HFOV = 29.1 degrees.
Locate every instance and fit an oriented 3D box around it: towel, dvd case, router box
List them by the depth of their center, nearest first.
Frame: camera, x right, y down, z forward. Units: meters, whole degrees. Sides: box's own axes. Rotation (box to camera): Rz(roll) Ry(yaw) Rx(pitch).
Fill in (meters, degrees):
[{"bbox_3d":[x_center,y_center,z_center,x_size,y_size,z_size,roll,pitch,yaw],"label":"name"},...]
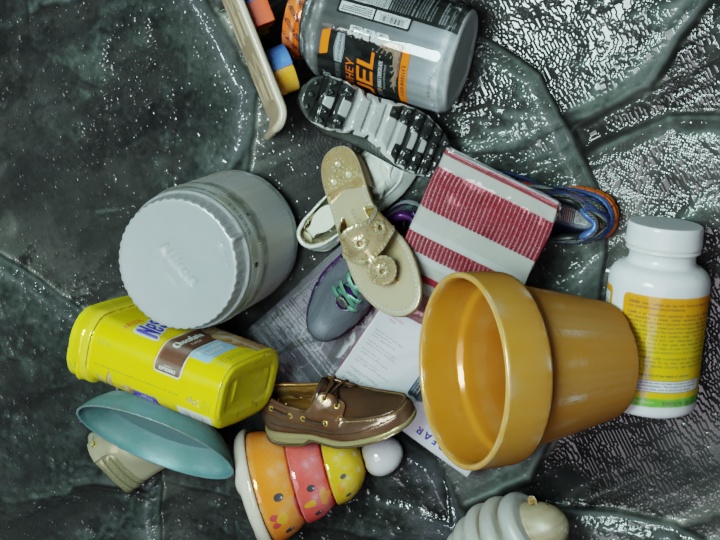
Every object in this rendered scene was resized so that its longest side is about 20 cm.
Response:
[{"bbox_3d":[0.119,-0.019,1.522,0.143,0.023,0.202,25,115,4],"label":"towel"},{"bbox_3d":[0.097,0.109,1.610,0.199,0.049,0.181,34,109,1],"label":"router box"},{"bbox_3d":[-0.024,0.070,1.668,0.200,0.016,0.149,-41,87,19],"label":"dvd case"}]

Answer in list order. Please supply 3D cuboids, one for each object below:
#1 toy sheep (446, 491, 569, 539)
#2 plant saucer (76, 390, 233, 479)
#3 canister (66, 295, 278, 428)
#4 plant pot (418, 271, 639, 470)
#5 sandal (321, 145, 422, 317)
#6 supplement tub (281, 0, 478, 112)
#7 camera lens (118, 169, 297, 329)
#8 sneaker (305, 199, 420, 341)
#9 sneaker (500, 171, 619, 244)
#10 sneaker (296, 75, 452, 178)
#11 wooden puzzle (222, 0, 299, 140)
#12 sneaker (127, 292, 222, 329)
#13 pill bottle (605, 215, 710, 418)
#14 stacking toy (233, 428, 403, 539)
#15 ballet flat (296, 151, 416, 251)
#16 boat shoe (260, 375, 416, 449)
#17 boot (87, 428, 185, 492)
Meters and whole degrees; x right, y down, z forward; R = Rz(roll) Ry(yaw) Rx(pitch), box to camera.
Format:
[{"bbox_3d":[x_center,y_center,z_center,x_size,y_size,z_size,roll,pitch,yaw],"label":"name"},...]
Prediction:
[{"bbox_3d":[0.161,0.332,1.605,0.199,0.138,0.139,-36,89,26],"label":"toy sheep"},{"bbox_3d":[-0.235,0.188,1.632,0.197,0.201,0.036,14,66,14],"label":"plant saucer"},{"bbox_3d":[-0.209,0.102,1.579,0.198,0.148,0.088,18,105,21],"label":"canister"},{"bbox_3d":[0.184,0.100,1.456,0.181,0.200,0.203,-2,104,-23],"label":"plant pot"},{"bbox_3d":[-0.005,-0.046,1.519,0.077,0.069,0.214,-31,67,22],"label":"sandal"},{"bbox_3d":[0.021,-0.258,1.532,0.197,0.122,0.124,18,106,14],"label":"supplement tub"},{"bbox_3d":[-0.171,-0.026,1.598,0.158,0.200,0.163,4,102,17],"label":"camera lens"},{"bbox_3d":[0.000,0.000,1.591,0.074,0.088,0.201,39,99,4],"label":"sneaker"},{"bbox_3d":[0.185,-0.068,1.542,0.197,0.078,0.077,3,101,17],"label":"sneaker"},{"bbox_3d":[0.013,-0.163,1.546,0.198,0.090,0.067,23,91,-21],"label":"sneaker"},{"bbox_3d":[-0.111,-0.253,1.555,0.046,0.185,0.203,-17,94,-6],"label":"wooden puzzle"},{"bbox_3d":[-0.208,0.064,1.707,0.199,0.071,0.083,40,90,8],"label":"sneaker"},{"bbox_3d":[0.320,0.048,1.505,0.109,0.111,0.203,8,103,16],"label":"pill bottle"},{"bbox_3d":[-0.045,0.238,1.667,0.197,0.146,0.148,-18,96,4],"label":"stacking toy"},{"bbox_3d":[-0.001,-0.090,1.604,0.200,0.069,0.070,-43,87,20],"label":"ballet flat"},{"bbox_3d":[-0.032,0.158,1.591,0.198,0.072,0.068,-5,118,29],"label":"boat shoe"},{"bbox_3d":[-0.289,0.168,1.743,0.154,0.073,0.201,-29,100,20],"label":"boot"}]
